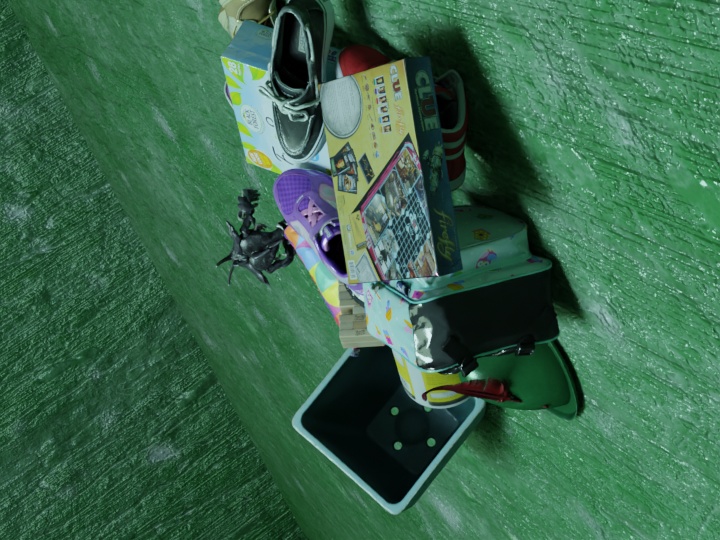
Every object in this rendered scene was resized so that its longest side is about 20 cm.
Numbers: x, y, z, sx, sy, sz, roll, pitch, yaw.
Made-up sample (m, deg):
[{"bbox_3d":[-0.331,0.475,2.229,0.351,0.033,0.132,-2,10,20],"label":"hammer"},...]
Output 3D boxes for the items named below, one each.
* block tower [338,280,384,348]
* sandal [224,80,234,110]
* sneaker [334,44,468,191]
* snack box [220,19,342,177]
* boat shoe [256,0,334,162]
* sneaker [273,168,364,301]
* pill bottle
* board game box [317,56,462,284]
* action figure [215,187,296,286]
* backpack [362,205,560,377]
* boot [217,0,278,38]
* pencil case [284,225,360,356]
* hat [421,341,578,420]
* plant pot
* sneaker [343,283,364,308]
[{"bbox_3d":[0.000,0.000,1.590,0.054,0.057,0.202,74,-165,-63],"label":"block tower"},{"bbox_3d":[-0.107,-0.186,1.643,0.202,0.083,0.050,41,-176,14],"label":"sandal"},{"bbox_3d":[0.043,-0.182,1.277,0.200,0.071,0.113,51,161,23],"label":"sneaker"},{"bbox_3d":[-0.063,-0.182,1.480,0.167,0.068,0.201,21,151,16],"label":"snack box"},{"bbox_3d":[-0.068,-0.194,1.339,0.073,0.068,0.201,24,130,14],"label":"boat shoe"},{"bbox_3d":[-0.034,-0.049,1.452,0.200,0.081,0.088,47,-169,22],"label":"sneaker"},{"bbox_3d":[0.089,0.071,1.565,0.112,0.112,0.201,43,160,39],"label":"pill bottle"},{"bbox_3d":[0.026,-0.092,1.214,0.135,0.034,0.202,-5,95,51],"label":"board game box"},{"bbox_3d":[-0.117,-0.060,1.757,0.119,0.199,0.102,59,174,-24],"label":"action figure"},{"bbox_3d":[0.091,0.015,1.339,0.200,0.174,0.155,13,119,66],"label":"backpack"},{"bbox_3d":[-0.106,-0.275,1.535,0.155,0.072,0.200,58,170,-3],"label":"boot"},{"bbox_3d":[-0.022,0.011,1.671,0.201,0.088,0.088,60,165,9],"label":"pencil case"},{"bbox_3d":[0.130,0.137,1.448,0.165,0.175,0.201,33,153,54],"label":"hat"},{"bbox_3d":[0.055,0.208,1.771,0.195,0.197,0.200,38,178,17],"label":"plant pot"},{"bbox_3d":[0.001,-0.047,1.543,0.074,0.080,0.202,76,179,-64],"label":"sneaker"}]
